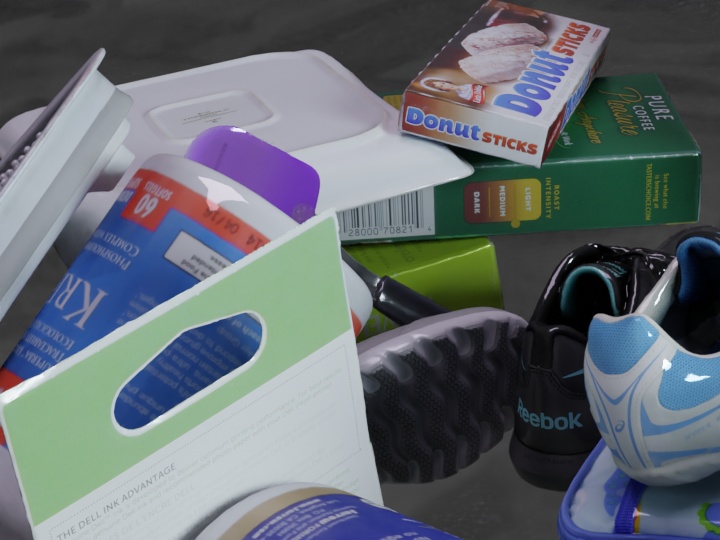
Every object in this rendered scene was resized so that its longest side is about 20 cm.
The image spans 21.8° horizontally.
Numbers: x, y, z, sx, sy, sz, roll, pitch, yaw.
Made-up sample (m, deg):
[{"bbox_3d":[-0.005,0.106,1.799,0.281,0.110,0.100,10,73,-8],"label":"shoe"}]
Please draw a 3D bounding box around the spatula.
[{"bbox_3d":[0.000,0.000,0.854,0.021,0.200,0.057,-16,48,49],"label":"spatula"}]

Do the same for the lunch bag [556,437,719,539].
[{"bbox_3d":[0.171,0.079,0.717,0.160,0.083,0.200,1,28,31],"label":"lunch bag"}]

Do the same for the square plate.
[{"bbox_3d":[-0.071,-0.066,0.932,0.199,0.029,0.198,-15,25,-16],"label":"square plate"}]

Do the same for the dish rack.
[{"bbox_3d":[-0.165,0.012,0.778,0.172,0.043,0.200,-37,21,52],"label":"dish rack"}]

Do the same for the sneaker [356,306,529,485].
[{"bbox_3d":[-0.015,0.059,0.837,0.199,0.075,0.082,-20,29,-14],"label":"sneaker"}]

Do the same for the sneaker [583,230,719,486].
[{"bbox_3d":[0.155,0.007,0.693,0.072,0.073,0.200,8,30,43],"label":"sneaker"}]

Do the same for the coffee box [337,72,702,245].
[{"bbox_3d":[0.070,-0.059,0.976,0.199,0.044,0.123,-5,24,-2],"label":"coffee box"}]

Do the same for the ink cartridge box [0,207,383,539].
[{"bbox_3d":[-0.058,0.089,0.658,0.145,0.201,0.048,-31,35,-32],"label":"ink cartridge box"}]

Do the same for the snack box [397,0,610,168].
[{"bbox_3d":[0.078,-0.099,0.955,0.072,0.024,0.200,16,24,10],"label":"snack box"}]

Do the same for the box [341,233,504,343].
[{"bbox_3d":[-0.039,0.009,0.976,0.199,0.048,0.122,-17,27,-10],"label":"box"}]

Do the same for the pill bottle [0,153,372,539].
[{"bbox_3d":[-0.092,0.064,0.730,0.112,0.112,0.200,21,74,48],"label":"pill bottle"}]

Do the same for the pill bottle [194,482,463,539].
[{"bbox_3d":[0.033,0.150,0.589,0.119,0.120,0.199,-32,33,-34],"label":"pill bottle"}]

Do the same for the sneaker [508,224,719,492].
[{"bbox_3d":[0.130,0.020,0.850,0.075,0.080,0.200,5,30,31],"label":"sneaker"}]
